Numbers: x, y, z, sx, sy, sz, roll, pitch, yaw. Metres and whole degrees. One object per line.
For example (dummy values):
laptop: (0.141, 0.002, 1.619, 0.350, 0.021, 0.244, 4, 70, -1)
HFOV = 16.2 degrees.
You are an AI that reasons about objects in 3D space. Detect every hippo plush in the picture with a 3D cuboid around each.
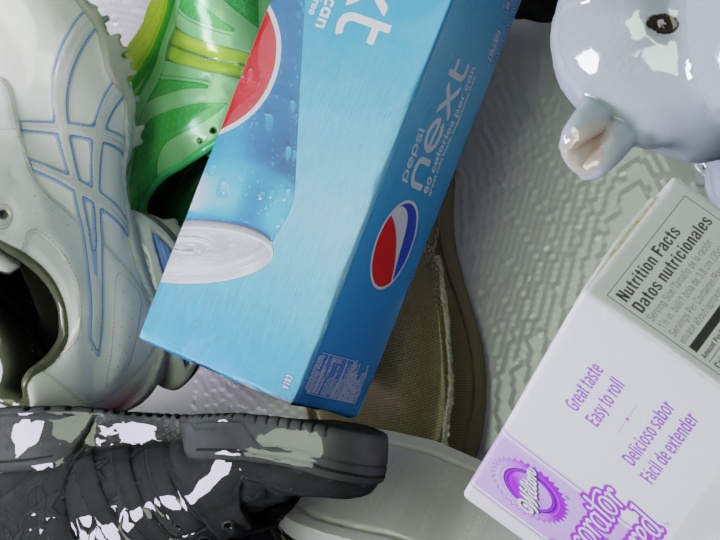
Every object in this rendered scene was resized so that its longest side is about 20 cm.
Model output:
hippo plush: (0.139, -0.081, 0.820, 0.200, 0.161, 0.160, -11, 59, 45)

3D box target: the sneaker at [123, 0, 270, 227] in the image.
sneaker: (-0.049, -0.084, 1.006, 0.084, 0.074, 0.200, 44, 119, 21)

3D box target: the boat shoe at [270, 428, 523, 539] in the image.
boat shoe: (0.060, 0.113, 0.896, 0.200, 0.060, 0.074, 12, 48, 21)

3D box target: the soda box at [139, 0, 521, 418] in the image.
soda box: (-0.004, -0.053, 0.904, 0.068, 0.064, 0.200, 22, 90, 23)

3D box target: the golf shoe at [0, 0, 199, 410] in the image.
golf shoe: (-0.131, -0.038, 0.967, 0.078, 0.097, 0.200, -28, 84, 41)

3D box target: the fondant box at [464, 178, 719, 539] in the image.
fondant box: (0.142, 0.081, 0.780, 0.200, 0.058, 0.144, 37, 149, 9)

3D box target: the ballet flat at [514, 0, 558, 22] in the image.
ballet flat: (0.071, -0.127, 0.959, 0.200, 0.057, 0.067, 22, 119, 35)

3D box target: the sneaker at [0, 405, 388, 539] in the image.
sneaker: (-0.078, 0.101, 0.894, 0.200, 0.060, 0.104, 0, 84, 33)

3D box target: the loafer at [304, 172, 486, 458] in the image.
loafer: (0.000, 0.000, 0.969, 0.076, 0.067, 0.200, -10, 81, 29)

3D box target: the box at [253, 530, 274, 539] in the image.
box: (-0.107, 0.158, 0.996, 0.122, 0.106, 0.200, 4, 87, 30)
